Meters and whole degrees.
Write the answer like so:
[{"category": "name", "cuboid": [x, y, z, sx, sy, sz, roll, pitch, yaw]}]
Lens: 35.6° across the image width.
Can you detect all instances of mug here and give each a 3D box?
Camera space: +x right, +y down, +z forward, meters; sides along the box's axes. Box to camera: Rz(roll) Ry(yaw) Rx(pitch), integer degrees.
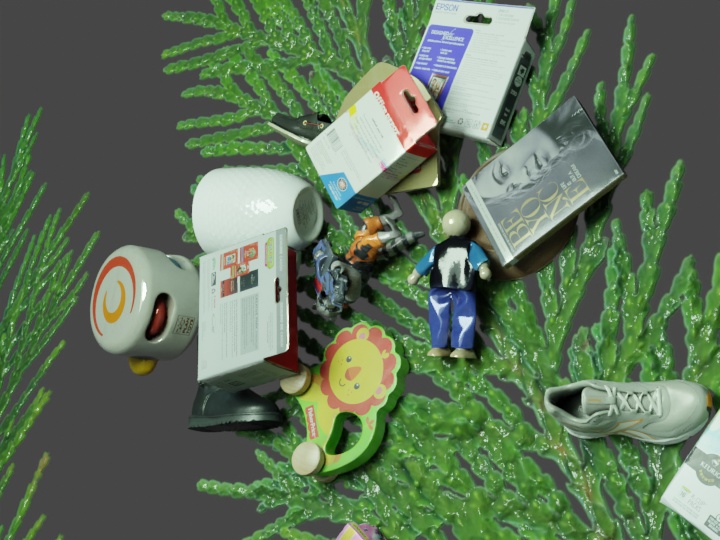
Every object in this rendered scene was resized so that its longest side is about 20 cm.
[{"category": "mug", "cuboid": [-0.150, -0.064, 1.774, 0.174, 0.147, 0.202, 2, 103, 32]}]

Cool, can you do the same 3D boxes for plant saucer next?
[{"category": "plant saucer", "cuboid": [0.205, -0.087, 1.537, 0.200, 0.037, 0.202, -18, 61, 35]}]

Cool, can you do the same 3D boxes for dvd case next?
[{"category": "dvd case", "cuboid": [0.238, -0.117, 1.486, 0.200, 0.016, 0.149, -39, 52, 22]}]

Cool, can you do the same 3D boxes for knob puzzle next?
[{"category": "knob puzzle", "cuboid": [0.042, -0.212, 1.682, 0.218, 0.030, 0.221, -4, 83, 34]}]

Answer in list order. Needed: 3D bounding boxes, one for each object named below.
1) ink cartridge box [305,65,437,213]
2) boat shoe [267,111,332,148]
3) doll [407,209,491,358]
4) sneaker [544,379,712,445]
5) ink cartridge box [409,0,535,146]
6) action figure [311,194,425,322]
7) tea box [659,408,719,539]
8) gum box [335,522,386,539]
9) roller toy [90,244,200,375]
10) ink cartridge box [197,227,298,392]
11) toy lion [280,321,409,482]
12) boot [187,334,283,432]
[{"category": "ink cartridge box", "cuboid": [0.029, -0.189, 1.629, 0.200, 0.067, 0.117, -38, 67, 24]}, {"category": "boat shoe", "cuboid": [-0.066, -0.220, 1.799, 0.201, 0.074, 0.063, 25, 91, 38]}, {"category": "doll", "cuboid": [0.122, 0.017, 1.528, 0.136, 0.048, 0.202, 1, 86, 40]}, {"category": "sneaker", "cuboid": [0.306, 0.161, 1.310, 0.199, 0.092, 0.076, -12, 66, 37]}, {"category": "ink cartridge box", "cuboid": [0.158, -0.296, 1.655, 0.197, 0.043, 0.201, 20, 89, 44]}, {"category": "action figure", "cuboid": [0.000, 0.000, 1.635, 0.194, 0.104, 0.200, -51, 23, 19]}, {"category": "tea box", "cuboid": [0.453, 0.220, 1.131, 0.200, 0.133, 0.197, 37, 97, 43]}, {"category": "gum box", "cuboid": [-0.015, 0.443, 1.485, 0.113, 0.066, 0.201, 40, 99, 41]}, {"category": "roller toy", "cuboid": [-0.353, 0.059, 1.885, 0.182, 0.139, 0.201, -33, 57, 39]}, {"category": "ink cartridge box", "cuboid": [-0.149, 0.059, 1.653, 0.175, 0.084, 0.201, -18, 62, 32]}, {"category": "toy lion", "cuboid": [-0.014, 0.181, 1.605, 0.191, 0.069, 0.201, -24, 58, 23]}, {"category": "boot", "cuboid": [-0.194, 0.163, 1.747, 0.199, 0.076, 0.169, -10, 70, 44]}]
